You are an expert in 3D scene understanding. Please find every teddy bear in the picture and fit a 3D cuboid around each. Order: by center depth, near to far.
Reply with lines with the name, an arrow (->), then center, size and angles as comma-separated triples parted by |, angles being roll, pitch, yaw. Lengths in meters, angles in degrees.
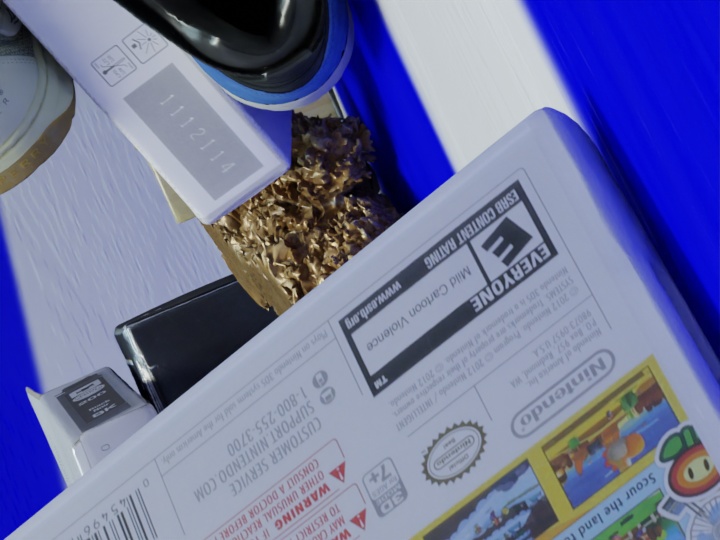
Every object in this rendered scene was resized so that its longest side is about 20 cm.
teddy bear -> 0.000, 0.000, 1.122 | 0.145, 0.067, 0.200 | 59, 172, -16

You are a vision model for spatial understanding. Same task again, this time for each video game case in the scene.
video game case -> 0.002, 0.090, 0.618 | 0.023, 0.200, 0.182 | 34, -157, -47

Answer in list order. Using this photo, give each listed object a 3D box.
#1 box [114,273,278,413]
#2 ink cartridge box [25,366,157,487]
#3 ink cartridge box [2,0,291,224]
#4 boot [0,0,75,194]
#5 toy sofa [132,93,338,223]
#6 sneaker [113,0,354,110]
box -> -0.018, 0.092, 1.333 | 0.200, 0.123, 0.198 | 171, 75, -84
ink cartridge box -> -0.082, 0.141, 1.280 | 0.200, 0.043, 0.198 | -160, 48, -77
ink cartridge box -> -0.102, -0.133, 1.088 | 0.200, 0.045, 0.176 | 49, -164, -23
boot -> -0.183, -0.129, 1.048 | 0.155, 0.072, 0.200 | 41, -165, -41
toy sofa -> -0.072, -0.095, 1.309 | 0.200, 0.083, 0.098 | -127, 14, -75
sneaker -> -0.067, -0.146, 0.975 | 0.200, 0.077, 0.111 | 63, -178, 3
